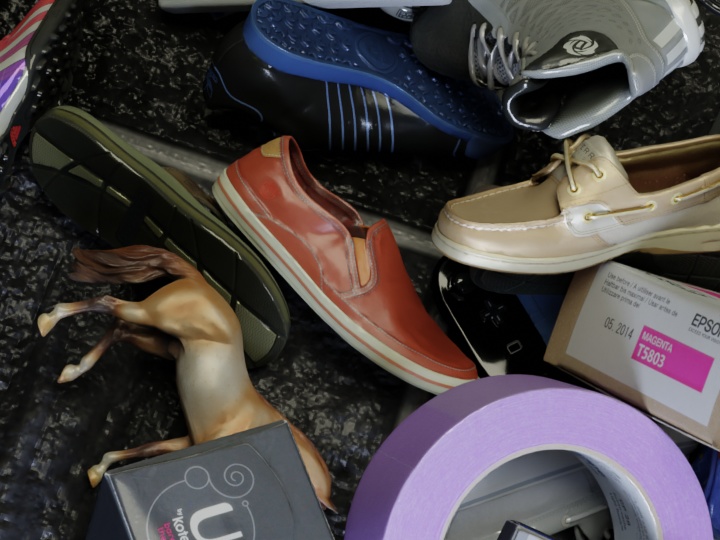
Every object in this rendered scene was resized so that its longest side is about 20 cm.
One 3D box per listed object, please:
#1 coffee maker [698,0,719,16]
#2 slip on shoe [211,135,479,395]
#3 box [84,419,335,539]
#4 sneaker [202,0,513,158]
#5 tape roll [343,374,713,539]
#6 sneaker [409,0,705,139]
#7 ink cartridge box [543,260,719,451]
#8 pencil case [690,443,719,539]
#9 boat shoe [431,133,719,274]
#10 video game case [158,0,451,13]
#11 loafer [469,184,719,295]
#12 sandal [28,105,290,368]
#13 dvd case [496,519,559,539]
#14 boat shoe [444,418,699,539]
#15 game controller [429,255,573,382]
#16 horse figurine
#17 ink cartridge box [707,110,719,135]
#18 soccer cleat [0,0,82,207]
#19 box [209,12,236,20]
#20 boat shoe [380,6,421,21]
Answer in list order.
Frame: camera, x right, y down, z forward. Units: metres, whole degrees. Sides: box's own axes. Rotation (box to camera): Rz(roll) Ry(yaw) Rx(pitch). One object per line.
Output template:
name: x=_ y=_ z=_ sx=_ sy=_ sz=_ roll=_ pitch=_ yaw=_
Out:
coffee maker: x=0.159 y=-0.192 z=1.693 sx=0.135 sy=0.200 sz=0.192 roll=-4 pitch=66 yaw=-15
slip on shoe: x=0.000 y=0.000 z=1.615 sx=0.200 sy=0.074 sz=0.061 roll=46 pitch=103 yaw=2
box: x=-0.082 y=0.183 z=1.442 sx=0.106 sy=0.200 sz=0.122 roll=-15 pitch=66 yaw=-20
sneaker: x=-0.003 y=-0.106 z=1.694 sx=0.200 sy=0.078 sz=0.070 roll=21 pitch=43 yaw=-26
tape roll: x=0.094 y=0.161 z=1.516 sx=0.200 sy=0.066 sz=0.200 roll=-2 pitch=96 yaw=-18
sneaker: x=0.093 y=-0.125 z=1.601 sx=0.200 sy=0.075 sz=0.116 roll=0 pitch=33 yaw=37
ink cartridge box: x=0.229 y=0.063 z=1.552 sx=0.165 sy=0.200 sz=0.075 roll=17 pitch=96 yaw=-31
pencil case: x=0.273 y=0.170 z=1.596 sx=0.200 sy=0.078 sz=0.087 roll=24 pitch=32 yaw=1
boat shoe: x=0.137 y=-0.046 z=1.569 sx=0.200 sy=0.069 sz=0.074 roll=-7 pitch=30 yaw=-18
video game case: x=-0.028 y=-0.251 z=1.683 sx=0.200 sy=0.023 sz=0.182 roll=1 pitch=81 yaw=27
loafer: x=0.162 y=-0.022 z=1.642 sx=0.200 sy=0.072 sz=0.063 roll=2 pitch=63 yaw=-15
sandal: x=-0.112 y=-0.028 z=1.621 sx=0.201 sy=0.080 sz=0.057 roll=46 pitch=37 yaw=7
dvd case: x=0.135 y=0.242 z=1.490 sx=0.200 sy=0.025 sz=0.150 roll=26 pitch=87 yaw=-19
boat shoe: x=0.120 y=0.130 z=1.595 sx=0.200 sy=0.072 sz=0.069 roll=-15 pitch=97 yaw=-34
game controller: x=0.141 y=0.003 z=1.679 sx=0.200 sy=0.042 sz=0.104 roll=-27 pitch=71 yaw=-23
horse figurine: x=-0.105 y=0.066 z=1.572 sx=0.132 sy=0.050 sz=0.200 roll=-19 pitch=82 yaw=-6
ink cartridge box: x=0.317 y=-0.116 z=1.690 sx=0.146 sy=0.200 sz=0.083 roll=-12 pitch=63 yaw=-18
soccer cleat: x=-0.229 y=-0.099 z=1.641 sx=0.073 sy=0.068 sz=0.200 roll=17 pitch=58 yaw=13
box: x=-0.028 y=-0.247 z=1.771 sx=0.200 sy=0.048 sz=0.122 roll=-20 pitch=68 yaw=-22
boat shoe: x=0.010 y=-0.255 z=1.719 sx=0.071 sy=0.064 sz=0.200 roll=-19 pitch=69 yaw=-21
